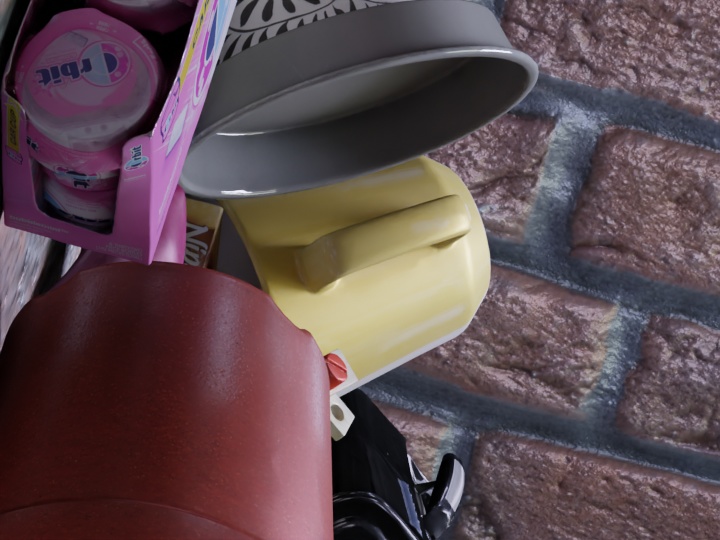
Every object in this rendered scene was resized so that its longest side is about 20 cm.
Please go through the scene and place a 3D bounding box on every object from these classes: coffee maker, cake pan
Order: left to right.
[{"bbox_3d":[-0.032,0.154,1.542,0.135,0.191,0.200,-58,-168,12],"label":"coffee maker"},{"bbox_3d":[-0.008,-0.089,1.324,0.200,0.199,0.037,95,-21,-77],"label":"cake pan"}]

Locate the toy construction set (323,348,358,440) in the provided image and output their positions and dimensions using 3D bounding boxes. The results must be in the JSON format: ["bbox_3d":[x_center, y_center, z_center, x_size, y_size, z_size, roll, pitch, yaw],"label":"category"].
[{"bbox_3d":[-0.079,0.123,1.378,0.200,0.092,0.131,-48,151,24],"label":"toy construction set"}]

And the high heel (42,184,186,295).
[{"bbox_3d":[-0.112,0.050,1.272,0.096,0.067,0.201,-47,158,-34],"label":"high heel"}]

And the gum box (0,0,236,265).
[{"bbox_3d":[-0.090,-0.110,1.038,0.114,0.066,0.201,102,3,-64],"label":"gum box"}]

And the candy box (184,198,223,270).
[{"bbox_3d":[-0.124,0.061,1.460,0.201,0.056,0.117,99,5,-53],"label":"candy box"}]

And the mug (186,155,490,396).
[{"bbox_3d":[-0.001,0.006,1.475,0.186,0.152,0.150,39,-39,57],"label":"mug"}]

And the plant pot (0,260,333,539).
[{"bbox_3d":[-0.093,0.115,1.067,0.201,0.199,0.196,102,-5,-45],"label":"plant pot"}]

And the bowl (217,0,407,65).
[{"bbox_3d":[-0.030,-0.136,1.404,0.201,0.199,0.095,94,-19,-78],"label":"bowl"}]
